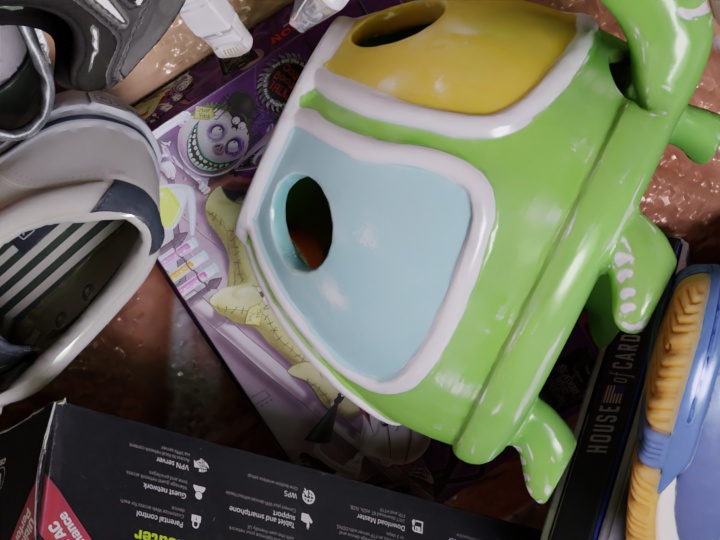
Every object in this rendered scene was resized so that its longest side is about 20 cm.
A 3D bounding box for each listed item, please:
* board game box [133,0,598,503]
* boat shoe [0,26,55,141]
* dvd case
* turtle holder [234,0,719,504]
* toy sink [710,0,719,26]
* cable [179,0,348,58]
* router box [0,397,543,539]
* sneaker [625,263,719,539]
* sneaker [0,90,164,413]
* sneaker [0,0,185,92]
[{"bbox_3d":[0.000,0.000,1.001,0.120,0.032,0.200,-36,123,-6],"label":"board game box"},{"bbox_3d":[-0.155,-0.120,0.851,0.074,0.068,0.200,-30,123,-6],"label":"boat shoe"},{"bbox_3d":[0.093,0.101,0.998,0.025,0.200,0.151,5,122,14],"label":"dvd case"},{"bbox_3d":[0.038,-0.029,0.896,0.132,0.141,0.186,27,148,3],"label":"turtle holder"},{"bbox_3d":[0.179,-0.171,0.935,0.130,0.112,0.200,-23,122,-10],"label":"toy sink"},{"bbox_3d":[-0.037,-0.192,0.863,0.200,0.069,0.200,-46,122,4],"label":"cable"},{"bbox_3d":[-0.056,0.113,0.965,0.200,0.150,0.062,17,64,-28],"label":"router box"},{"bbox_3d":[0.128,0.085,0.884,0.088,0.075,0.200,5,125,11],"label":"sneaker"},{"bbox_3d":[-0.142,0.024,0.918,0.073,0.071,0.200,35,110,-27],"label":"sneaker"},{"bbox_3d":[-0.132,-0.114,0.784,0.200,0.071,0.098,27,84,-14],"label":"sneaker"}]
